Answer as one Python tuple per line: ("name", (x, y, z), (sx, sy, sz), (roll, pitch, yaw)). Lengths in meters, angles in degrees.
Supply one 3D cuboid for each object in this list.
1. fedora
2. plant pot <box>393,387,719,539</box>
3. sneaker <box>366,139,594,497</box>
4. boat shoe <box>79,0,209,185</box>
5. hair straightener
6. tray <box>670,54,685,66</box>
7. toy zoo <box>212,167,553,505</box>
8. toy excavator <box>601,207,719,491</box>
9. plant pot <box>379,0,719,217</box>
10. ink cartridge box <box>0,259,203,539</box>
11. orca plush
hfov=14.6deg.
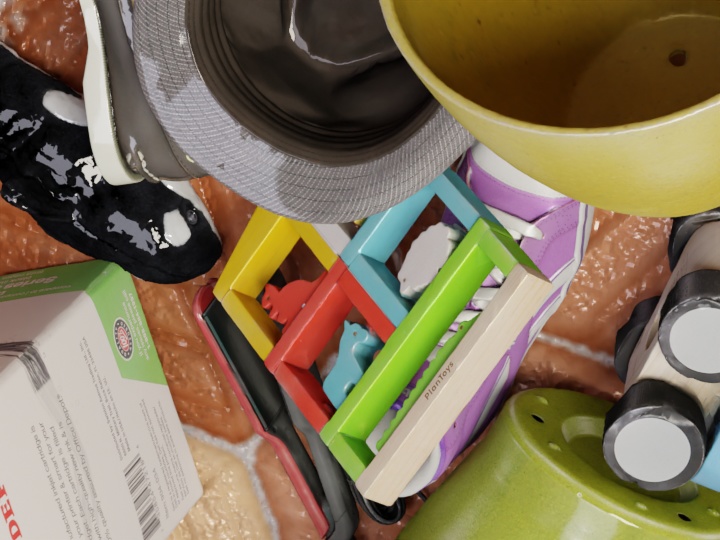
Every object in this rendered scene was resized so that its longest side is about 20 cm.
("fedora", (-0.005, -0.130, 1.297), (0.177, 0.090, 0.200), (31, 123, 6))
("plant pot", (0.089, 0.168, 1.359), (0.200, 0.200, 0.193), (28, 109, 8))
("sneaker", (0.052, 0.021, 1.334), (0.072, 0.114, 0.201), (22, 119, 13))
("boat shoe", (-0.103, -0.141, 1.342), (0.060, 0.072, 0.202), (-1, 109, 17))
("hair straightener", (-0.013, 0.087, 1.434), (0.077, 0.041, 0.201), (-15, 108, 28))
("tray", (0.167, -0.125, 1.261), (0.199, 0.037, 0.099), (5, 116, 19))
("toy zoo", (0.000, 0.000, 1.326), (0.131, 0.020, 0.200), (-54, 43, 14))
("toy excavator", (0.233, 0.032, 1.287), (0.199, 0.100, 0.195), (21, 121, -4))
("plant pot", (0.121, -0.103, 1.174), (0.199, 0.201, 0.142), (4, 151, 21))
("ink cartridge box", (-0.172, 0.102, 1.413), (0.084, 0.200, 0.146), (-7, 111, 25))
("orca plush", (-0.156, -0.063, 1.403), (0.105, 0.071, 0.200), (-28, 101, 31))
